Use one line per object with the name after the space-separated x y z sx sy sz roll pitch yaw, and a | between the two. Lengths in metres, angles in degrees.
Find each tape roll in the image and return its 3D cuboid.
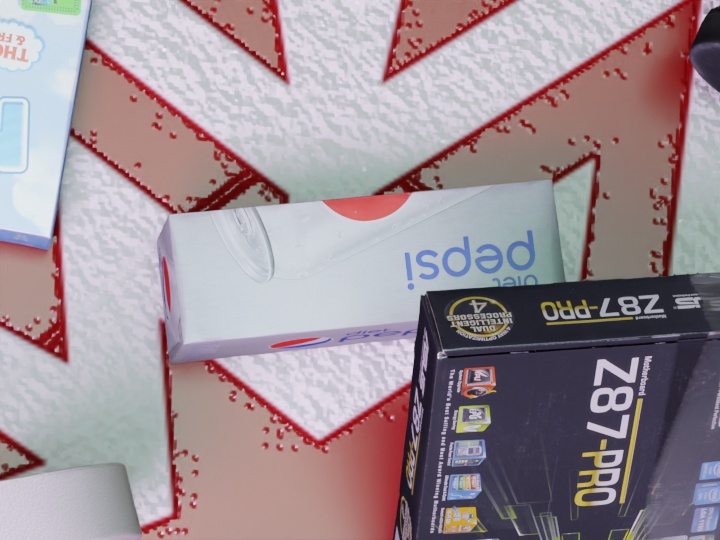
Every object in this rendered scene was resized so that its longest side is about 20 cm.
-0.200 0.130 1.309 0.201 0.203 0.037 -13 82 -11 | tape roll

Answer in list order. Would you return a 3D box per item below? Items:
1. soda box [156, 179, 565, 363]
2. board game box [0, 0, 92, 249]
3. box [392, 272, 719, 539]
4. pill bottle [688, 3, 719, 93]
0.000 0.000 1.431 0.198 0.063 0.069 -5 81 -10 | soda box
-0.213 -0.123 1.431 0.150 0.037 0.202 10 80 -8 | board game box
0.101 0.092 1.374 0.160 0.201 0.049 -4 42 -12 | box
0.249 -0.181 1.477 0.111 0.112 0.201 28 78 -4 | pill bottle
